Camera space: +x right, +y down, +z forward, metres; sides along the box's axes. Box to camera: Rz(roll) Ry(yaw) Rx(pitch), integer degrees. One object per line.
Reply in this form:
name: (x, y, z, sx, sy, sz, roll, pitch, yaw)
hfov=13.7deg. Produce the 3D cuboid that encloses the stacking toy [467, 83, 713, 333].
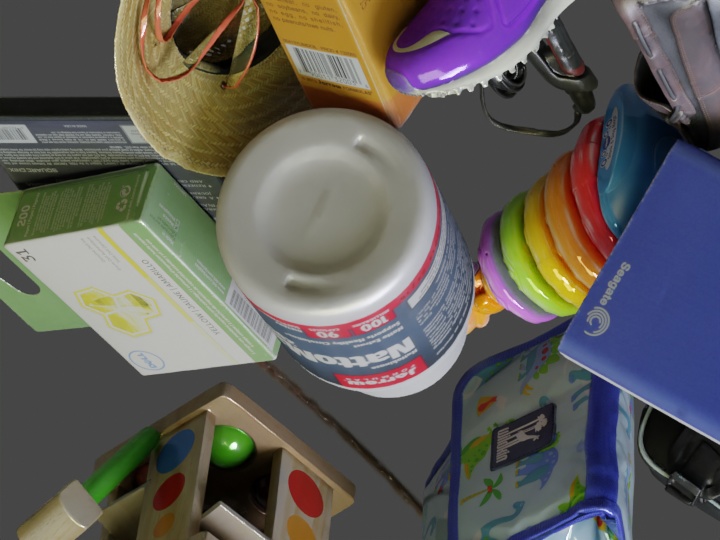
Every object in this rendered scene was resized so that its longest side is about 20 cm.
stacking toy: (0.112, -0.011, 1.731, 0.199, 0.117, 0.110, -29, 125, 36)

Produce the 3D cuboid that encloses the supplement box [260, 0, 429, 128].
supplement box: (-0.018, -0.169, 1.552, 0.068, 0.067, 0.201, 16, 146, 35)

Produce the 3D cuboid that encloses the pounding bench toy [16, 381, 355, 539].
pounding bench toy: (-0.116, 0.150, 1.858, 0.124, 0.157, 0.200, -31, 124, 30)

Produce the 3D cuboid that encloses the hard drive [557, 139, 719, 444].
hard drive: (0.219, 0.032, 1.576, 0.199, 0.132, 0.025, 29, 177, 25)

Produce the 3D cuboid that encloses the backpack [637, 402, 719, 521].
backpack: (0.270, 0.063, 1.638, 0.177, 0.150, 0.201, 32, 95, 21)

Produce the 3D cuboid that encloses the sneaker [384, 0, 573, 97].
sneaker: (0.077, -0.177, 1.554, 0.200, 0.069, 0.100, -40, 119, -15)

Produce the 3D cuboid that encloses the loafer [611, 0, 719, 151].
loafer: (0.167, -0.119, 1.610, 0.063, 0.072, 0.200, -19, 155, 0)

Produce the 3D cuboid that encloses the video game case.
video game case: (-0.124, -0.034, 1.733, 0.142, 0.019, 0.200, 2, 147, 26)

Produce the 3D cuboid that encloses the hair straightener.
hair straightener: (0.071, -0.144, 1.657, 0.077, 0.041, 0.200, -18, 133, 20)

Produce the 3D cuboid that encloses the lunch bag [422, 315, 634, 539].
lunch bag: (0.110, 0.144, 1.825, 0.127, 0.171, 0.200, 19, 133, -13)

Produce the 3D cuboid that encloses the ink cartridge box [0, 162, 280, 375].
ink cartridge box: (-0.160, 0.006, 1.754, 0.199, 0.048, 0.146, -9, 141, 33)

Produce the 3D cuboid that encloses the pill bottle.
pill bottle: (0.000, 0.000, 1.650, 0.119, 0.120, 0.200, -7, 160, 11)

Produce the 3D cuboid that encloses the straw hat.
straw hat: (-0.079, -0.152, 1.616, 0.085, 0.201, 0.202, 25, 148, 41)
